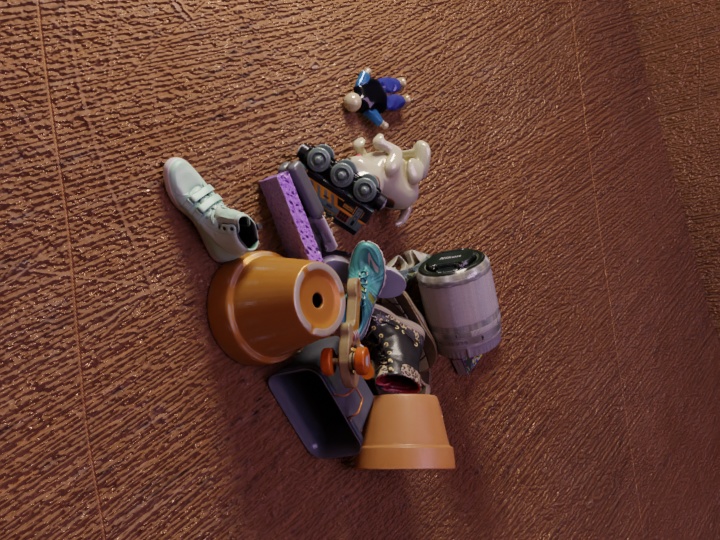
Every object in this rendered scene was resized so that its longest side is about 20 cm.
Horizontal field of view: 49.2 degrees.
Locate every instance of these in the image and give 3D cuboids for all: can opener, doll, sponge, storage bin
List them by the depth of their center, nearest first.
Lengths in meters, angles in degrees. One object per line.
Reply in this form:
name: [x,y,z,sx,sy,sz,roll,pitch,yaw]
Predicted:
sponge: [-0.125,-0.080,1.447,0.030,0.111,0.202,-25,102,-22]
storage bin: [-0.053,0.224,1.462,0.201,0.144,0.135,61,35,-21]
can opener: [-0.100,-0.110,1.476,0.067,0.052,0.202,-48,127,-42]
doll: [0.036,-0.377,1.731,0.199,0.048,0.138,-21,97,-48]

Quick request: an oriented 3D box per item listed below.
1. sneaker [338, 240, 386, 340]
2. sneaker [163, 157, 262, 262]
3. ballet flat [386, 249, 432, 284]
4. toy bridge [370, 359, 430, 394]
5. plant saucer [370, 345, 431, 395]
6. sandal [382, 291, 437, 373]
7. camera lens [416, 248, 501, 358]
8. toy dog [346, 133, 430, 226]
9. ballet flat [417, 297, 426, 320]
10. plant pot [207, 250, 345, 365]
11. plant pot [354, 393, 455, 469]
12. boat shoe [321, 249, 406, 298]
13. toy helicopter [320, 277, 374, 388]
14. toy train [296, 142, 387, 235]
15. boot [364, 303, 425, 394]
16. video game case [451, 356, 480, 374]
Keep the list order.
sneaker: [0.002,0.044,1.489,0.080,0.076,0.203,8,92,-82]
sneaker: [-0.242,-0.111,1.317,0.074,0.117,0.202,-48,116,-39]
ballet flat: [0.106,-0.008,1.726,0.199,0.074,0.075,-32,106,-48]
toy bridge: [0.081,0.219,1.641,0.199,0.027,0.068,28,62,-41]
plant saucer: [0.083,0.211,1.686,0.199,0.029,0.203,13,73,-46]
sandal: [0.108,0.121,1.667,0.202,0.079,0.054,65,22,-11]
camera lens: [0.211,0.065,1.673,0.160,0.158,0.203,-34,116,-46]
toy dog: [0.030,-0.189,1.645,0.199,0.138,0.197,-11,110,-47]
ballet flat: [0.181,0.049,1.767,0.067,0.046,0.202,26,85,-10]
plant pot: [-0.132,0.058,1.358,0.199,0.182,0.203,11,74,-46]
plant pot: [0.085,0.318,1.542,0.199,0.198,0.142,13,71,-46]
boat shoe: [0.000,0.000,1.583,0.198,0.070,0.067,12,31,-25]
toy helicopter: [-0.011,0.112,1.403,0.133,0.078,0.203,59,31,-61]
toy train: [-0.049,-0.158,1.511,0.199,0.115,0.085,32,15,-4]
boot: [0.042,0.154,1.555,0.198,0.073,0.152,23,43,-21]
video game case: [0.256,0.118,1.891,0.200,0.036,0.183,-45,114,-43]
